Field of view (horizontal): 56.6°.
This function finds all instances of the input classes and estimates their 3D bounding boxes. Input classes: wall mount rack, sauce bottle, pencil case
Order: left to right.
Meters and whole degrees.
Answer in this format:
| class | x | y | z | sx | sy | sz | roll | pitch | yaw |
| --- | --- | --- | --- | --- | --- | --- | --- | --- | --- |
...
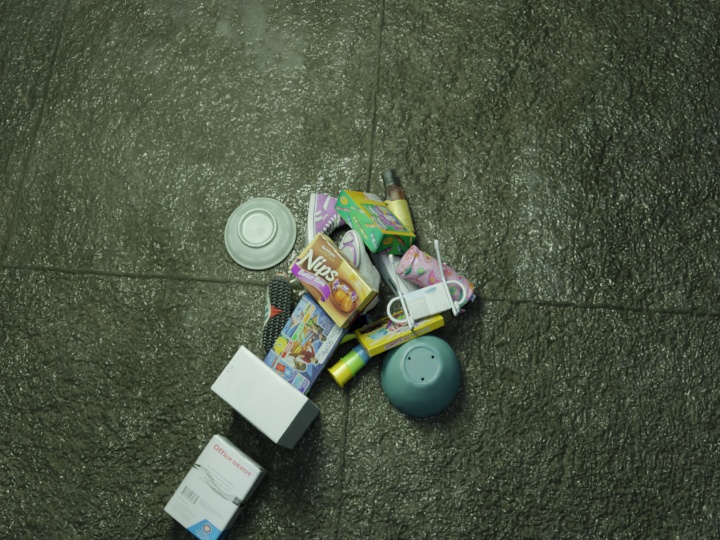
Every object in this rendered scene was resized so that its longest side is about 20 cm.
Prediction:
| class | x | y | z | sx | sy | sz | roll | pitch | yaw |
| --- | --- | --- | --- | --- | --- | --- | --- | --- | --- |
| sauce bottle | 0.094 | -0.166 | 1.745 | 0.064 | 0.066 | 0.204 | -13 | 69 | 0 |
| wall mount rack | 0.148 | 0.037 | 1.556 | 0.195 | 0.075 | 0.177 | -17 | 72 | -5 |
| pencil case | 0.185 | 0.022 | 1.632 | 0.198 | 0.087 | 0.089 | 32 | 75 | -14 |

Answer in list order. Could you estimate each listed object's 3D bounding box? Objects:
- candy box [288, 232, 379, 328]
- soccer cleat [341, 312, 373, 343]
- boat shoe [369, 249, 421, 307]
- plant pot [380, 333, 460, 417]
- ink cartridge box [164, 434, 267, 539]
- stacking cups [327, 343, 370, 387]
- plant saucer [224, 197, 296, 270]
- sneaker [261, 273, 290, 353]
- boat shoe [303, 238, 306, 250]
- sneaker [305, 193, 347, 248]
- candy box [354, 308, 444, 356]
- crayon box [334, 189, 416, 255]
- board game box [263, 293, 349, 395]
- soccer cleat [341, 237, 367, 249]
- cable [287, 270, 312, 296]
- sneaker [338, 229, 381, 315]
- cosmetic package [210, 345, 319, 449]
| class | x | y | z | sx | sy | sz | roll | pitch | yaw |
| --- | --- | --- | --- | --- | --- | --- | --- | --- | --- |
| candy box | -0.064 | 0.022 | 1.564 | 0.117 | 0.056 | 0.200 | -46 | 70 | 10 |
| soccer cleat | -0.061 | 0.154 | 1.642 | 0.196 | 0.084 | 0.066 | -24 | 72 | -3 |
| boat shoe | 0.093 | 0.001 | 1.685 | 0.065 | 0.073 | 0.203 | -31 | 90 | -20 |
| plant pot | 0.143 | 0.235 | 1.574 | 0.195 | 0.135 | 0.205 | -1 | 72 | 3 |
| ink cartridge box | -0.331 | 0.508 | 1.549 | 0.143 | 0.084 | 0.202 | 32 | 78 | 13 |
| stacking cups | 0.009 | 0.199 | 1.643 | 0.199 | 0.061 | 0.061 | -41 | 74 | -14 |
| plant saucer | -0.267 | -0.105 | 1.759 | 0.195 | 0.050 | 0.205 | -1 | 72 | 3 |
| sneaker | -0.207 | 0.105 | 1.681 | 0.068 | 0.093 | 0.205 | 5 | 99 | -4 |
| boat shoe | -0.110 | -0.012 | 1.711 | 0.070 | 0.061 | 0.206 | -9 | 72 | 2 |
| sneaker | -0.082 | -0.119 | 1.712 | 0.111 | 0.073 | 0.204 | 9 | 51 | -5 |
| candy box | 0.092 | 0.137 | 1.590 | 0.196 | 0.027 | 0.102 | -22 | 30 | -13 |
| crayon box | 0.035 | -0.121 | 1.670 | 0.201 | 0.117 | 0.059 | 50 | 123 | 38 |
| board game box | -0.130 | 0.178 | 1.610 | 0.134 | 0.034 | 0.202 | 36 | 103 | 9 |
| soccer cleat | -0.038 | 0.009 | 1.700 | 0.082 | 0.064 | 0.205 | 4 | 74 | 33 |
| cable | -0.078 | -0.003 | 1.641 | 0.197 | 0.050 | 0.098 | -31 | 72 | 3 |
| sneaker | 0.000 | 0.000 | 1.631 | 0.074 | 0.099 | 0.205 | 0 | 102 | 41 |
| cosmetic package | -0.214 | 0.300 | 1.546 | 0.198 | 0.200 | 0.124 | 33 | 77 | 14 |
